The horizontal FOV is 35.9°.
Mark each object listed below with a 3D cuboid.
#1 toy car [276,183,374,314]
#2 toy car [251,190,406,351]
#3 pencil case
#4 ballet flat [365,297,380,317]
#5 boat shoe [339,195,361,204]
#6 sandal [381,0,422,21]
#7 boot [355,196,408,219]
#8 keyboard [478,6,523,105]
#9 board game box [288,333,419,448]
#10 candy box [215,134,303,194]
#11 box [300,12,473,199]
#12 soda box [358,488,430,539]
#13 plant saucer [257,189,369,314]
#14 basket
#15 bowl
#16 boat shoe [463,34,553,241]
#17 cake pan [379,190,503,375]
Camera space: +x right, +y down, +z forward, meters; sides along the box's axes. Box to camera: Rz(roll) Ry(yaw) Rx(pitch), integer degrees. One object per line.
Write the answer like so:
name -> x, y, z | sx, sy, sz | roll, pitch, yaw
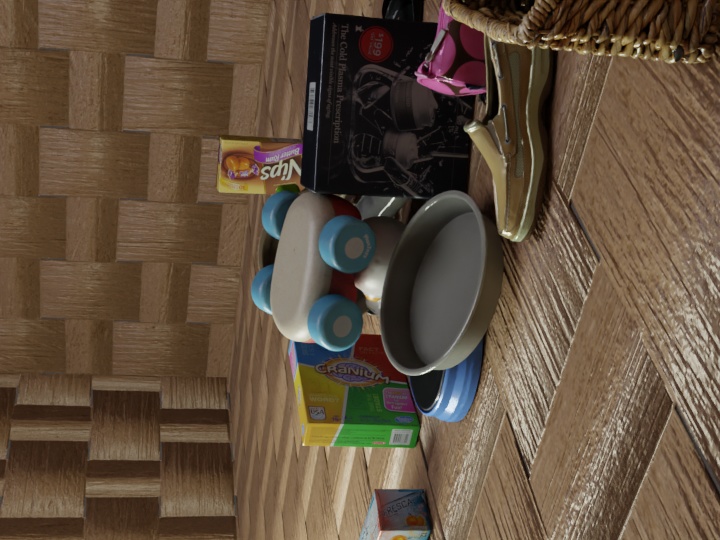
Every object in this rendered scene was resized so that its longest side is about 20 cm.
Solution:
toy car -> -0.037, -0.025, 1.674 | 0.158, 0.163, 0.202 | 123, 138, -68
toy car -> 0.000, 0.000, 1.336 | 0.184, 0.198, 0.179 | 24, 108, 57
pencil case -> 0.110, -0.273, 1.090 | 0.090, 0.093, 0.202 | 15, 95, 56
ballet flat -> 0.036, 0.027, 1.501 | 0.201, 0.071, 0.073 | -103, 19, -51
boat shoe -> 0.031, -0.185, 1.569 | 0.075, 0.074, 0.204 | -135, 70, -84
sandal -> 0.057, -0.383, 1.526 | 0.075, 0.047, 0.202 | -121, 36, -69
boot -> 0.011, -0.053, 1.473 | 0.200, 0.072, 0.183 | -40, 33, 39
keyboard -> 0.143, -0.230, 1.154 | 0.127, 0.020, 0.202 | 141, 131, -74
board game box -> -0.013, 0.159, 1.508 | 0.201, 0.152, 0.041 | -107, 24, -56
candy box -> -0.208, -0.226, 2.400 | 0.056, 0.198, 0.118 | -129, 44, -67
box -> 0.031, -0.189, 1.292 | 0.104, 0.180, 0.202 | -144, 56, -75
soda box -> 0.035, 0.364, 1.437 | 0.064, 0.068, 0.201 | -99, 17, -44
plant saucer -> -0.049, -0.022, 1.609 | 0.029, 0.198, 0.202 | -114, 28, -82
basket -> 0.155, -0.235, 0.787 | 0.200, 0.147, 0.144 | -115, 30, -67
bowl -> 0.093, 0.073, 1.287 | 0.201, 0.039, 0.203 | -178, 90, -78
boat shoe -> 0.133, -0.129, 1.046 | 0.072, 0.075, 0.202 | -175, 87, -78
cake pan -> 0.087, 0.016, 1.183 | 0.200, 0.036, 0.202 | -39, 42, 49
